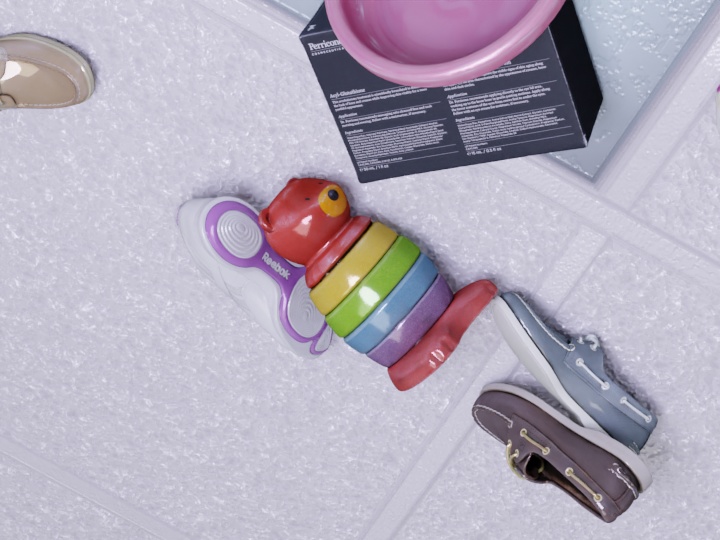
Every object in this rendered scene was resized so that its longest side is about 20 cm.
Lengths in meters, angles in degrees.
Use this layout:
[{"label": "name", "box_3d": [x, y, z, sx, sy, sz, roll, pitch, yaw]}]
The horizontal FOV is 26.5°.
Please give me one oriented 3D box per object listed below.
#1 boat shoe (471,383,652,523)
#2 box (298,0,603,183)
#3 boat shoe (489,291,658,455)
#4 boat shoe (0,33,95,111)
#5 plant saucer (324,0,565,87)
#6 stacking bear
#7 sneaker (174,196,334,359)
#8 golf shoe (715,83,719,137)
[{"label": "boat shoe", "box_3d": [0.167, 0.163, 1.373, 0.200, 0.060, 0.072, 27, 154, 42]}, {"label": "box", "box_3d": [0.073, -0.159, 1.200, 0.199, 0.079, 0.142, -7, 125, 26]}, {"label": "boat shoe", "box_3d": [0.192, 0.087, 1.372, 0.062, 0.073, 0.200, -41, 101, -6]}, {"label": "boat shoe", "box_3d": [-0.334, -0.169, 1.357, 0.199, 0.065, 0.072, 10, 129, 14]}, {"label": "plant saucer", "box_3d": [0.071, -0.219, 1.102, 0.199, 0.202, 0.051, -7, 158, 26]}, {"label": "stacking bear", "box_3d": [0.000, 0.000, 1.337, 0.200, 0.122, 0.114, 44, 140, -3]}, {"label": "sneaker", "box_3d": [-0.094, 0.001, 1.409, 0.099, 0.075, 0.200, 11, 145, 53]}, {"label": "golf shoe", "box_3d": [0.354, -0.124, 1.123, 0.199, 0.075, 0.092, -16, 116, 29]}]
